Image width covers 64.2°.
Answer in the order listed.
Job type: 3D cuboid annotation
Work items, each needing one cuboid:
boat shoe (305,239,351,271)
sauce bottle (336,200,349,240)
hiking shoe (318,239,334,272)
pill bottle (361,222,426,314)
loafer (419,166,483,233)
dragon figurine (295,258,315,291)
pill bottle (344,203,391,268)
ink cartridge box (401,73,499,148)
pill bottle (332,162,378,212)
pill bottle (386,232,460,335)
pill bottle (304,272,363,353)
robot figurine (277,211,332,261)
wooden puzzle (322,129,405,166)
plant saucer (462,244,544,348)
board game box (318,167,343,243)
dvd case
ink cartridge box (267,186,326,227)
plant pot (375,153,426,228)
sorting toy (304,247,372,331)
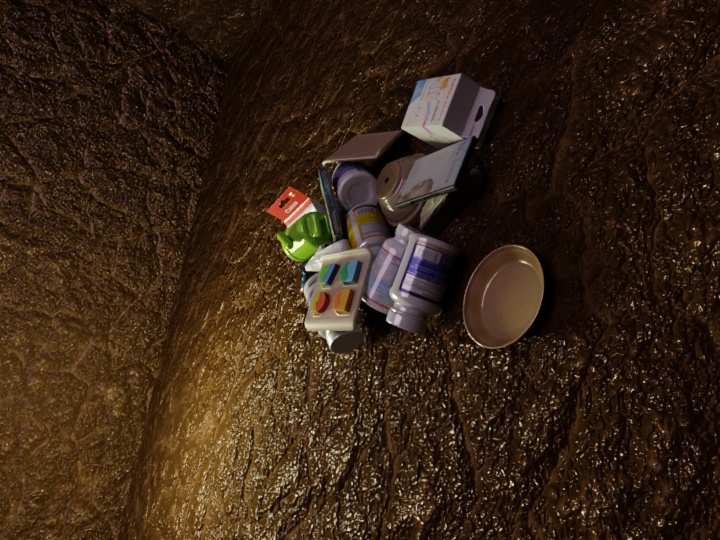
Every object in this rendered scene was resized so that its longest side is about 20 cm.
[{"bbox_3d":[-0.089,-0.040,1.552,0.200,0.071,0.069,-20,73,59],"label":"boat shoe"},{"bbox_3d":[-0.038,-0.140,1.678,0.065,0.064,0.201,-54,35,26],"label":"sauce bottle"},{"bbox_3d":[-0.089,-0.005,1.672,0.100,0.075,0.202,-5,70,54],"label":"hiking shoe"},{"bbox_3d":[0.084,-0.005,1.356,0.201,0.108,0.109,-63,31,11],"label":"pill bottle"},{"bbox_3d":[0.196,-0.168,1.301,0.200,0.075,0.069,-46,44,36],"label":"loafer"},{"bbox_3d":[-0.158,0.008,1.727,0.200,0.058,0.100,-8,-93,-82],"label":"dragon figurine"},{"bbox_3d":[0.027,-0.076,1.490,0.109,0.109,0.201,-51,35,30],"label":"pill bottle"},{"bbox_3d":[0.214,-0.368,1.338,0.200,0.125,0.130,21,90,61],"label":"ink cartridge box"},{"bbox_3d":[-0.017,-0.246,1.626,0.120,0.119,0.200,-59,22,18],"label":"pill bottle"},{"bbox_3d":[0.130,0.030,1.249,0.119,0.119,0.201,22,92,60],"label":"pill bottle"},{"bbox_3d":[-0.066,0.109,1.500,0.120,0.119,0.201,-51,45,30],"label":"pill bottle"},{"bbox_3d":[-0.159,-0.100,1.710,0.200,0.174,0.117,-30,69,47],"label":"robot figurine"},{"bbox_3d":[0.016,-0.340,1.602,0.199,0.037,0.185,-2,31,36],"label":"wooden puzzle"},{"bbox_3d":[0.275,0.052,1.081,0.200,0.035,0.202,-36,44,44],"label":"plant saucer"},{"bbox_3d":[-0.079,-0.164,1.584,0.135,0.028,0.202,90,166,-73],"label":"board game box"},{"bbox_3d":[0.169,-0.219,1.300,0.199,0.018,0.143,-12,47,53],"label":"dvd case"},{"bbox_3d":[-0.174,-0.157,1.776,0.161,0.199,0.050,-36,36,45],"label":"ink cartridge box"},{"bbox_3d":[0.102,-0.214,1.466,0.201,0.092,0.202,-38,42,44],"label":"plant pot"},{"bbox_3d":[-0.060,0.045,1.391,0.184,0.036,0.202,-7,65,47],"label":"sorting toy"}]
